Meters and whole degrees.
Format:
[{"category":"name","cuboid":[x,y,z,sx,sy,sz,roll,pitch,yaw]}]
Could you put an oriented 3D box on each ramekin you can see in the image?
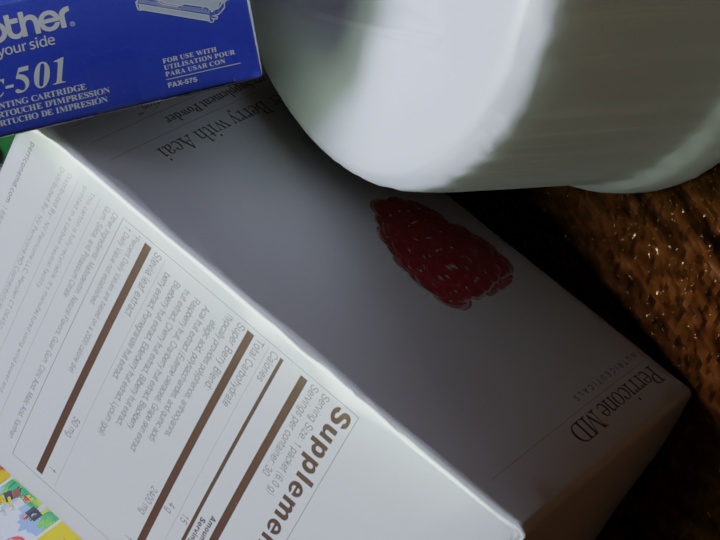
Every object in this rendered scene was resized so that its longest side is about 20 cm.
[{"category":"ramekin","cuboid":[0.040,-0.118,0.750,0.200,0.097,0.202,19,114,53]}]

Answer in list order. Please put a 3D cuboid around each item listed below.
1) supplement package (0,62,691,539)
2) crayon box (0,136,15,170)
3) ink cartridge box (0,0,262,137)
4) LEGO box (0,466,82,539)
[{"category":"supplement package","cuboid":[-0.020,0.038,0.791,0.200,0.121,0.120,39,124,15]},{"category":"crayon box","cuboid":[-0.121,-0.042,0.948,0.058,0.118,0.201,-49,42,44]},{"category":"ink cartridge box","cuboid":[-0.093,-0.110,0.802,0.200,0.093,0.044,-112,10,-60]},{"category":"LEGO box","cuboid":[-0.081,0.171,0.843,0.200,0.077,0.150,42,158,53]}]
